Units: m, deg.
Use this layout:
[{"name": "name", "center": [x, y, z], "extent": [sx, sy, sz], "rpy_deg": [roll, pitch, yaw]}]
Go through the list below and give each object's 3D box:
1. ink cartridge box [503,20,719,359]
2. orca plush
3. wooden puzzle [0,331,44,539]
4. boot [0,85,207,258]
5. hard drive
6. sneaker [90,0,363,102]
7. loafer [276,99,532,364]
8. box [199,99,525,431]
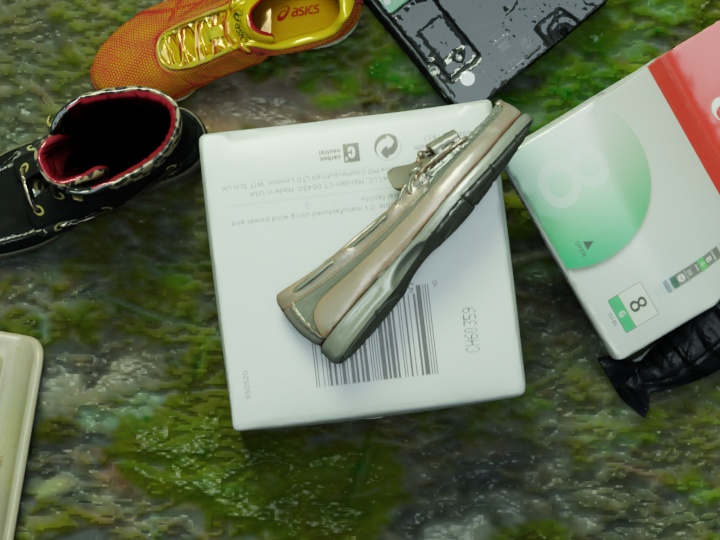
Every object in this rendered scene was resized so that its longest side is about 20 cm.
[{"name": "ink cartridge box", "center": [0.215, -0.059, 1.389], "extent": [0.199, 0.050, 0.161], "rpy_deg": [-31, 97, 4]}, {"name": "orca plush", "center": [0.253, 0.015, 1.439], "extent": [0.199, 0.071, 0.106], "rpy_deg": [-30, 88, -3]}, {"name": "wooden puzzle", "center": [-0.330, 0.123, 1.427], "extent": [0.199, 0.046, 0.186], "rpy_deg": [9, 87, -1]}, {"name": "boot", "center": [-0.199, -0.067, 1.390], "extent": [0.199, 0.151, 0.074], "rpy_deg": [-18, 87, -3]}, {"name": "hard drive", "center": [0.062, -0.226, 1.464], "extent": [0.140, 0.038, 0.200], "rpy_deg": [-40, 89, -4]}, {"name": "sneaker", "center": [-0.097, -0.169, 1.434], "extent": [0.199, 0.077, 0.073], "rpy_deg": [-20, 88, 7]}, {"name": "loafer", "center": [0.026, -0.035, 1.308], "extent": [0.063, 0.072, 0.200], "rpy_deg": [39, 89, 8]}, {"name": "box", "center": [0.000, 0.000, 1.402], "extent": [0.198, 0.131, 0.201], "rpy_deg": [-7, 86, -3]}]
